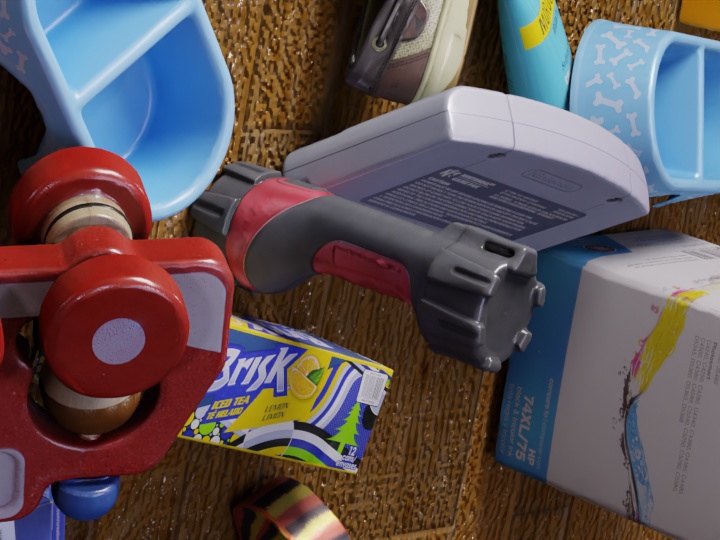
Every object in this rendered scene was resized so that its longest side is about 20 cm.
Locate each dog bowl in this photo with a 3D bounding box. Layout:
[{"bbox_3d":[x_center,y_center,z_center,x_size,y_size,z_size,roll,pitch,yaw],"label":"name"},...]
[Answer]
[{"bbox_3d":[0.187,-0.095,1.428,0.200,0.049,0.112,-2,92,-62],"label":"dog bowl"},{"bbox_3d":[-0.122,-0.107,1.102,0.111,0.049,0.201,-44,134,-27],"label":"dog bowl"}]

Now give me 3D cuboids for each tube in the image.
[{"bbox_3d":[0.105,-0.117,1.371,0.078,0.050,0.201,-86,163,-53],"label":"tube"}]

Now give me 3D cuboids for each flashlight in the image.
[{"bbox_3d":[0.000,0.000,1.180,0.068,0.199,0.068,-43,134,-26],"label":"flashlight"}]

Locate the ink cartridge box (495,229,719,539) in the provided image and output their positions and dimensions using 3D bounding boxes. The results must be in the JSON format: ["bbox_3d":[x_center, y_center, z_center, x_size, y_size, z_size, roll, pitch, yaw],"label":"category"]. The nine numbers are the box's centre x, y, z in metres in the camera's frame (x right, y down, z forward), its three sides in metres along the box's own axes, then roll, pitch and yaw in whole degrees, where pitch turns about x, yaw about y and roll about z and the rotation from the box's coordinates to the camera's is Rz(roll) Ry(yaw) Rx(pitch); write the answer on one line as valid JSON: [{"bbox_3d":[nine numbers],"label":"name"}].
[{"bbox_3d":[0.212,0.073,1.441,0.146,0.199,0.147,-6,110,-47],"label":"ink cartridge box"}]

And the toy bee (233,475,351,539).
[{"bbox_3d":[-0.007,0.215,1.336,0.131,0.108,0.201,-51,137,-23],"label":"toy bee"}]

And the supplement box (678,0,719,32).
[{"bbox_3d":[0.318,-0.186,1.524,0.199,0.126,0.074,-7,110,-48],"label":"supplement box"}]

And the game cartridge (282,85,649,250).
[{"bbox_3d":[0.069,-0.052,1.294,0.199,0.133,0.042,16,58,-51],"label":"game cartridge"}]

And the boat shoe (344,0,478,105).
[{"bbox_3d":[0.034,-0.187,1.241,0.064,0.073,0.202,9,85,-17],"label":"boat shoe"}]

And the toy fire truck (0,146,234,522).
[{"bbox_3d":[-0.161,0.045,1.060,0.198,0.112,0.169,-3,126,-18],"label":"toy fire truck"}]

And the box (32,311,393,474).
[{"bbox_3d":[-0.074,0.054,1.219,0.199,0.070,0.065,19,92,-51],"label":"box"}]

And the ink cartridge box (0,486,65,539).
[{"bbox_3d":[-0.213,0.178,1.140,0.199,0.042,0.120,-18,119,-45],"label":"ink cartridge box"}]
